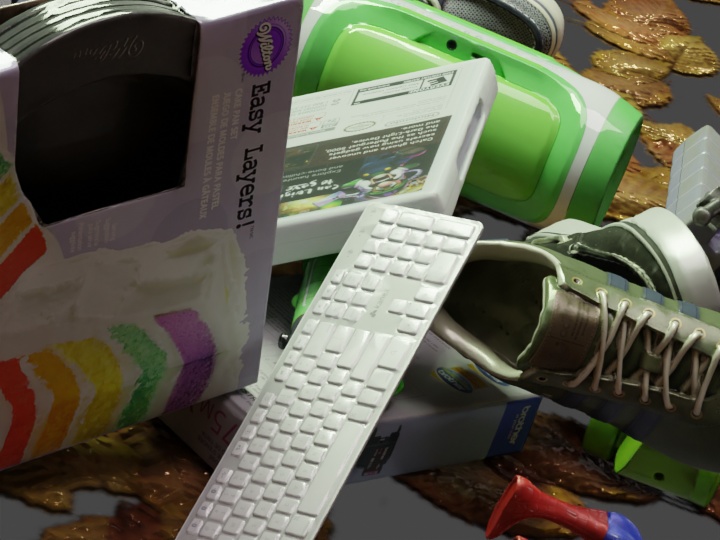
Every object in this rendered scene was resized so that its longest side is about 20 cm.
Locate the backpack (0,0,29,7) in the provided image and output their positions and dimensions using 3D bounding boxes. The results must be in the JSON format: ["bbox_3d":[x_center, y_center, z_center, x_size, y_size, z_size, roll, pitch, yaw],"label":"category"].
[{"bbox_3d":[-0.145,-0.123,1.194,0.154,0.200,0.191,12,33,-12],"label":"backpack"}]

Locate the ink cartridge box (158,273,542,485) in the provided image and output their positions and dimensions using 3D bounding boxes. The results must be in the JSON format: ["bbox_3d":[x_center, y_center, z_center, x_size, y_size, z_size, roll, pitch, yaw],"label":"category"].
[{"bbox_3d":[-0.005,0.046,1.274,0.200,0.042,0.119,-9,37,-41],"label":"ink cartridge box"}]

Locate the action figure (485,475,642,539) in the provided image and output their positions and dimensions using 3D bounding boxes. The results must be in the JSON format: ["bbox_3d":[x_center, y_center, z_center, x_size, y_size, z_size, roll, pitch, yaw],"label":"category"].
[{"bbox_3d":[0.146,0.146,1.173,0.200,0.052,0.065,20,30,-11],"label":"action figure"}]

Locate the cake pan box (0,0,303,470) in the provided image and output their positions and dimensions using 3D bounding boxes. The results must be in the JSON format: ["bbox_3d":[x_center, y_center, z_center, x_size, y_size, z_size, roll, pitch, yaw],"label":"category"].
[{"bbox_3d":[-0.115,-0.021,1.104,0.184,0.200,0.052,-18,42,-36],"label":"cake pan box"}]

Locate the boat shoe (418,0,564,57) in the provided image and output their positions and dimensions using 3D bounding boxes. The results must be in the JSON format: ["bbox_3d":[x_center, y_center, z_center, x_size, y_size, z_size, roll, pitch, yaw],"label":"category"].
[{"bbox_3d":[0.017,-0.143,1.639,0.200,0.075,0.093,14,31,3],"label":"boat shoe"}]

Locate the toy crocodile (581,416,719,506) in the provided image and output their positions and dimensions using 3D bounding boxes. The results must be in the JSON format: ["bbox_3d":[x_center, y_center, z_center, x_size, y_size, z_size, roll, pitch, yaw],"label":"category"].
[{"bbox_3d":[0.158,0.057,1.341,0.067,0.062,0.200,26,26,12],"label":"toy crocodile"}]

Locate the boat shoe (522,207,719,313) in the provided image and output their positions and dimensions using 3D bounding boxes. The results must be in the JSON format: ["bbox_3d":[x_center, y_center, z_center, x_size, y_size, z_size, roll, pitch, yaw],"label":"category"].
[{"bbox_3d":[0.107,0.014,1.324,0.064,0.071,0.200,-20,6,-16],"label":"boat shoe"}]

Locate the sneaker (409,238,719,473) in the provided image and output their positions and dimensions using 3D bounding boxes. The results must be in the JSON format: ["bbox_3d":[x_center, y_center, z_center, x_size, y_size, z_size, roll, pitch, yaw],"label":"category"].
[{"bbox_3d":[0.103,0.036,1.186,0.200,0.067,0.090,23,5,34],"label":"sneaker"}]

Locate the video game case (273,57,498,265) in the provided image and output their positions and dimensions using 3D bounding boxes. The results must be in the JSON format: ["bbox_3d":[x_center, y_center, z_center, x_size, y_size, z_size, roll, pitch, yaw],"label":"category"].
[{"bbox_3d":[-0.043,-0.042,1.323,0.200,0.023,0.182,-11,21,15],"label":"video game case"}]

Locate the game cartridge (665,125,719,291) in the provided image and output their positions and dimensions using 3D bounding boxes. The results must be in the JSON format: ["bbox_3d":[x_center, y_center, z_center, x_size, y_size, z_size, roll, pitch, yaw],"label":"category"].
[{"bbox_3d":[0.226,0.025,1.401,0.200,0.038,0.130,45,19,-10],"label":"game cartridge"}]

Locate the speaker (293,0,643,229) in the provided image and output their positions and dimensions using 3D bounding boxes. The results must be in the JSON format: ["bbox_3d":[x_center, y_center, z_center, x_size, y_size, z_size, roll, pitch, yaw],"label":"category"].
[{"bbox_3d":[0.047,-0.090,1.526,0.200,0.089,0.088,24,26,8],"label":"speaker"}]

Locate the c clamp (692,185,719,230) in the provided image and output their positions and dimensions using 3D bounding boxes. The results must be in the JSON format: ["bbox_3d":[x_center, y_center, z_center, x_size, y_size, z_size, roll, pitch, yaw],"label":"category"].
[{"bbox_3d":[0.227,0.033,1.325,0.200,0.027,0.171,47,18,-1],"label":"c clamp"}]

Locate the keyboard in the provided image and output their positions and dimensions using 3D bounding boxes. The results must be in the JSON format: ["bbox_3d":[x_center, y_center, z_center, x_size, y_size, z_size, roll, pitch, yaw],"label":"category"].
[{"bbox_3d":[-0.014,0.050,1.155,0.056,0.011,0.200,8,53,32],"label":"keyboard"}]

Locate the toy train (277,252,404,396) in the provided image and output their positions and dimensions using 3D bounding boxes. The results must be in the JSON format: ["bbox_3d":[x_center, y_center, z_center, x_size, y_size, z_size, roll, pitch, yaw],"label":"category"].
[{"bbox_3d":[0.000,0.000,1.282,0.056,0.042,0.200,8,25,2],"label":"toy train"}]
